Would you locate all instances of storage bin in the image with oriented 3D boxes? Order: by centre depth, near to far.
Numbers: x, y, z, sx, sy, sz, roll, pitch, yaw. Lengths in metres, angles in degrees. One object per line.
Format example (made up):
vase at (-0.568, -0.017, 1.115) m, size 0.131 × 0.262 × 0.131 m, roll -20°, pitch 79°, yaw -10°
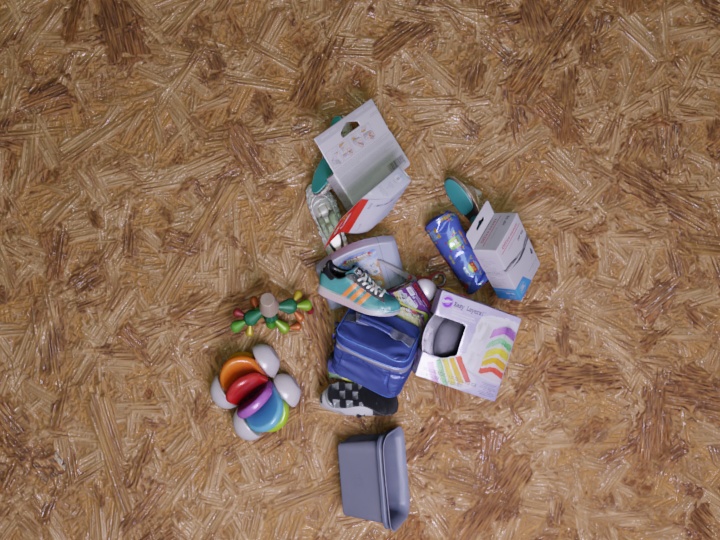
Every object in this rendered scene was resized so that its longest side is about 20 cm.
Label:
storage bin at (0.029, 0.464, 1.333) m, size 0.130 × 0.144 × 0.208 m, roll -5°, pitch 88°, yaw 26°

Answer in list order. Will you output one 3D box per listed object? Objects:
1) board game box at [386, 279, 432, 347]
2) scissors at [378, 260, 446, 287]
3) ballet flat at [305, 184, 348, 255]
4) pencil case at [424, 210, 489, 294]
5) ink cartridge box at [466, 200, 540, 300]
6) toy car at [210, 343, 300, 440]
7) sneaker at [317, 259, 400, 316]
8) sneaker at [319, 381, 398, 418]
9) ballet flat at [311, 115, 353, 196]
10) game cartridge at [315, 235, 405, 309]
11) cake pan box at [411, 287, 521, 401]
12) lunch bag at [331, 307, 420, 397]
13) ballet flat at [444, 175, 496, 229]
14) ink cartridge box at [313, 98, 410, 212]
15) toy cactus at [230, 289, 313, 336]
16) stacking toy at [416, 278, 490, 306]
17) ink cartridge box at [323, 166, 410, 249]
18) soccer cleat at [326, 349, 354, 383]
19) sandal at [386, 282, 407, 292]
board game box at (0.132, 0.126, 1.301) m, size 0.032 × 0.118 × 0.203 m, roll -40°, pitch 101°, yaw -44°
scissors at (0.122, 0.027, 1.361) m, size 0.194 × 0.014 × 0.076 m, roll 11°, pitch 91°, yaw -25°
ballet flat at (-0.073, -0.115, 1.373) m, size 0.070 × 0.072 × 0.206 m, roll -23°, pitch 88°, yaw -2°
pencil case at (0.234, -0.045, 1.370) m, size 0.086 × 0.078 × 0.203 m, roll -36°, pitch 89°, yaw 11°
ink cartridge box at (0.323, -0.045, 1.314) m, size 0.117 × 0.066 × 0.202 m, roll -54°, pitch 126°, yaw -25°
toy car at (-0.239, 0.277, 1.314) m, size 0.173 × 0.150 × 0.202 m, roll -37°, pitch 89°, yaw -3°
sneaker at (-0.001, 0.037, 1.276) m, size 0.194 × 0.071 × 0.083 m, roll 18°, pitch 110°, yaw 12°
sneaker at (-0.006, 0.302, 1.366) m, size 0.194 × 0.088 × 0.077 m, roll 14°, pitch 61°, yaw -23°
ballet flat at (-0.057, -0.261, 1.370) m, size 0.074 × 0.063 × 0.206 m, roll 11°, pitch 80°, yaw 42°
game cartridge at (0.000, 0.000, 1.354) m, size 0.194 × 0.042 × 0.136 m, roll -21°, pitch 126°, yaw -2°
cake pan box at (0.219, 0.154, 1.234) m, size 0.194 × 0.052 × 0.190 m, roll 20°, pitch 91°, yaw -7°
lunch bag at (0.028, 0.161, 1.283) m, size 0.194 × 0.137 × 0.136 m, roll 21°, pitch 127°, yaw 11°
ballet flat at (0.276, -0.148, 1.391) m, size 0.065 × 0.070 × 0.203 m, roll -36°, pitch 92°, yaw -28°
ink cartridge box at (0.000, -0.263, 1.336) m, size 0.199 × 0.044 × 0.179 m, roll -40°, pitch 102°, yaw -29°
toy cactus at (-0.201, 0.085, 1.322) m, size 0.192 × 0.166 × 0.106 m, roll -5°, pitch 68°, yaw -6°
stacking toy at (0.195, 0.088, 1.312) m, size 0.199 × 0.146 × 0.147 m, roll 41°, pitch 87°, yaw -16°
ink cartridge box at (0.013, -0.122, 1.293) m, size 0.047 × 0.160 × 0.200 m, roll 44°, pitch 61°, yaw 3°
soccer cleat at (0.016, 0.232, 1.376) m, size 0.193 × 0.065 × 0.086 m, roll 7°, pitch 117°, yaw -5°
sandal at (0.053, 0.102, 1.371) m, size 0.202 × 0.059 × 0.081 m, roll -29°, pitch 89°, yaw -2°
